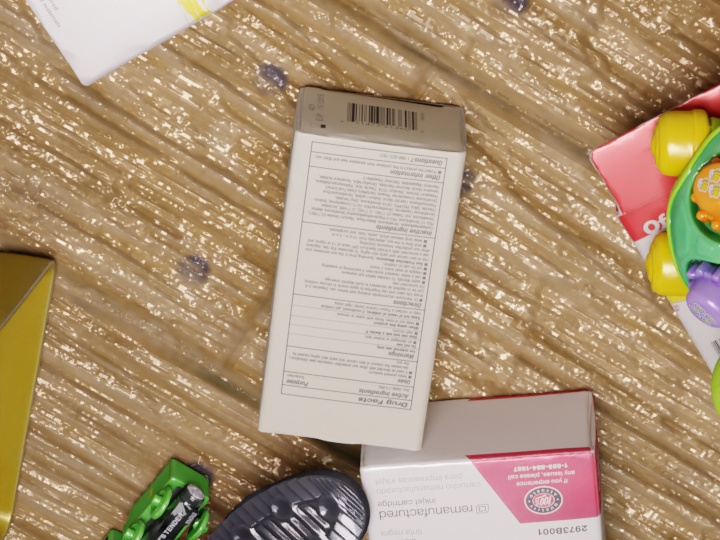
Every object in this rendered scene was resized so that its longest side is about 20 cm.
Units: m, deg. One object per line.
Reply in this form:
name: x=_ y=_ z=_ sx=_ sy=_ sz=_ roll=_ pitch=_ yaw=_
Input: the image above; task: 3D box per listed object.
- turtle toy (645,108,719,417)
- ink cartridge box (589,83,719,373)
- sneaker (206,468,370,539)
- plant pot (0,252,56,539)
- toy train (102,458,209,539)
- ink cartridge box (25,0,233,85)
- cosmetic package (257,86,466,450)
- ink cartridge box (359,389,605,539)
turtle toy: x=0.234 y=-0.002 z=1.600 sx=0.145 sy=0.101 sz=0.201 roll=1 pitch=115 yaw=2
ink cartridge box: x=0.226 y=-0.025 z=1.683 sx=0.116 sy=0.067 sz=0.200 roll=-27 pitch=112 yaw=14
sneaker: x=-0.058 y=0.174 z=1.771 sx=0.200 sy=0.082 sz=0.070 roll=-38 pitch=88 yaw=33
plant pot: x=-0.308 y=0.094 z=1.703 sx=0.176 sy=0.200 sz=0.201 roll=16 pitch=116 yaw=7
toy train: x=-0.161 y=0.200 z=1.814 sx=0.042 sy=0.056 sz=0.200 roll=33 pitch=112 yaw=-19
ink cartridge box: x=-0.095 y=-0.219 z=1.568 sx=0.200 sy=0.129 sz=0.125 roll=-29 pitch=112 yaw=14
cosmetic package: x=0.000 y=0.000 z=1.702 sx=0.105 sy=0.071 sz=0.201 roll=8 pitch=116 yaw=-3
ink cartridge box: x=0.082 y=0.185 z=1.781 sx=0.144 sy=0.084 sz=0.201 roll=-4 pitch=116 yaw=5
